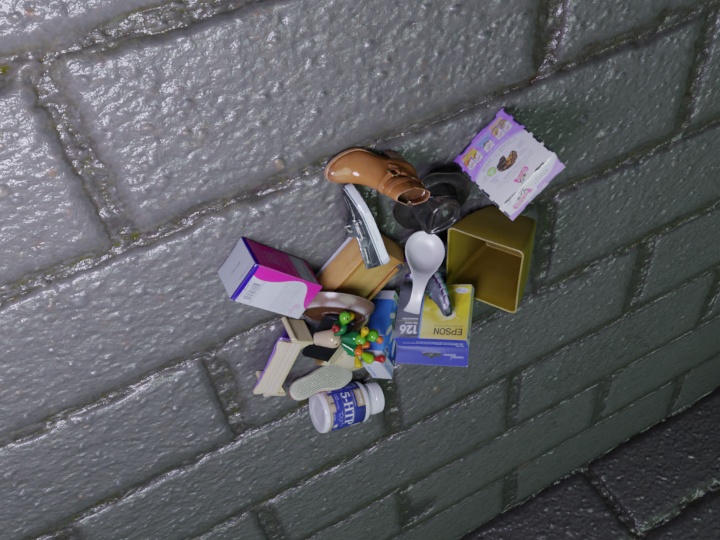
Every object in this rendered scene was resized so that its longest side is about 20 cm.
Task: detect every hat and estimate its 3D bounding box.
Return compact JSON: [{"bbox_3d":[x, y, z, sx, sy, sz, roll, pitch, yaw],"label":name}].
[{"bbox_3d":[0.181,-0.139,1.623,0.198,0.082,0.202,-15,149,-9],"label":"hat"}]

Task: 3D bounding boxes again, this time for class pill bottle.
[{"bbox_3d":[-0.037,0.383,1.970,0.197,0.120,0.121,-9,134,-29],"label":"pill bottle"}]

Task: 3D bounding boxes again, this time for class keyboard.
[{"bbox_3d":[-0.060,0.173,1.707,0.125,0.021,0.201,16,141,-16],"label":"keyboard"}]

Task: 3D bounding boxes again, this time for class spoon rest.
[{"bbox_3d":[0.146,0.000,1.657,0.098,0.203,0.061,12,166,-3],"label":"spoon rest"}]

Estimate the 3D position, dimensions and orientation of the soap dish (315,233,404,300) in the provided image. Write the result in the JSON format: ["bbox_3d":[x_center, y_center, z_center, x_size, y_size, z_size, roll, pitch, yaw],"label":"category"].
[{"bbox_3d":[0.000,0.000,1.657,0.200,0.082,0.157,-47,139,14],"label":"soap dish"}]

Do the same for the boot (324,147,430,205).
[{"bbox_3d":[0.038,-0.189,1.442,0.197,0.155,0.074,-14,136,-24],"label":"boot"}]

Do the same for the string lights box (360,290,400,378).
[{"bbox_3d":[0.059,0.164,1.774,0.058,0.203,0.103,0,150,23],"label":"string lights box"}]

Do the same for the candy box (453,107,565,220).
[{"bbox_3d":[0.335,-0.243,1.566,0.168,0.201,0.071,-46,139,13],"label":"candy box"}]

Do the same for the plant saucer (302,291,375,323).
[{"bbox_3d":[-0.064,0.095,1.648,0.197,0.033,0.201,4,160,1],"label":"plant saucer"}]

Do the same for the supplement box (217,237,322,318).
[{"bbox_3d":[-0.198,0.020,1.520,0.199,0.104,0.102,22,114,-44],"label":"supplement box"}]

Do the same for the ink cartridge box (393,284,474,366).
[{"bbox_3d":[0.183,0.135,1.743,0.195,0.203,0.047,-1,156,24],"label":"ink cartridge box"}]

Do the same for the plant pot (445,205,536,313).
[{"bbox_3d":[0.346,-0.049,1.754,0.177,0.198,0.202,-47,147,-39],"label":"plant pot"}]

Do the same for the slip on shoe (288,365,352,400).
[{"bbox_3d":[-0.112,0.306,1.895,0.198,0.075,0.061,-18,172,-29],"label":"slip on shoe"}]

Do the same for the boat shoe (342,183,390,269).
[{"bbox_3d":[-0.001,-0.092,1.521,0.070,0.072,0.202,-26,103,-1],"label":"boat shoe"}]

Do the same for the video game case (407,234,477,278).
[{"bbox_3d":[0.220,-0.032,1.831,0.198,0.019,0.144,-30,140,-9],"label":"video game case"}]

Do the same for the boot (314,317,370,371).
[{"bbox_3d":[-0.012,0.189,1.837,0.154,0.073,0.200,22,115,-45],"label":"boot"}]

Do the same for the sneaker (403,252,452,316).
[{"bbox_3d":[0.163,0.033,1.717,0.086,0.202,0.075,-20,156,2],"label":"sneaker"}]

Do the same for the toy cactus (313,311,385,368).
[{"bbox_3d":[-0.032,0.169,1.623,0.163,0.104,0.200,-3,151,24],"label":"toy cactus"}]

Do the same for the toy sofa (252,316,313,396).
[{"bbox_3d":[-0.205,0.217,1.720,0.096,0.083,0.202,8,124,-33],"label":"toy sofa"}]
